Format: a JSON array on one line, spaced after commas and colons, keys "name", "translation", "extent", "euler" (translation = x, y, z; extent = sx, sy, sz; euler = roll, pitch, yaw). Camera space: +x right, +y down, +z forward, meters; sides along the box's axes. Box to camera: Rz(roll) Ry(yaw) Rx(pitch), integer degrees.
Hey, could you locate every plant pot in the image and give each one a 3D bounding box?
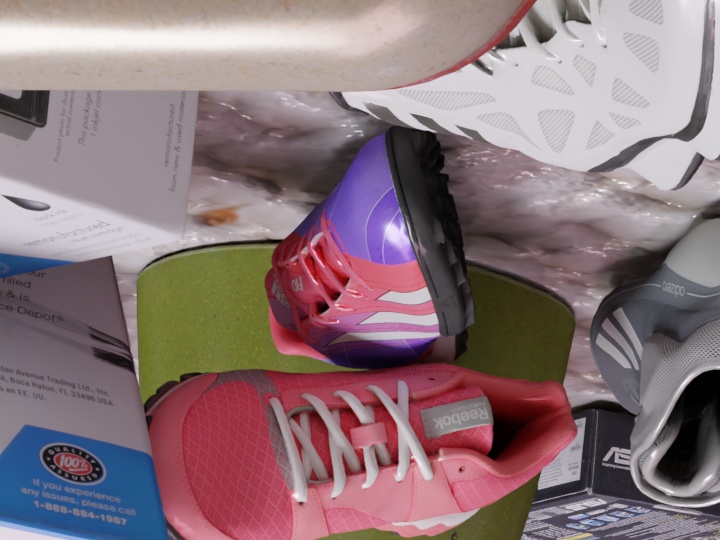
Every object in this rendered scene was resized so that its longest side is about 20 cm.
[{"name": "plant pot", "translation": [-0.010, 0.110, 1.216], "extent": [0.187, 0.200, 0.187], "euler": [5, 165, 1]}]

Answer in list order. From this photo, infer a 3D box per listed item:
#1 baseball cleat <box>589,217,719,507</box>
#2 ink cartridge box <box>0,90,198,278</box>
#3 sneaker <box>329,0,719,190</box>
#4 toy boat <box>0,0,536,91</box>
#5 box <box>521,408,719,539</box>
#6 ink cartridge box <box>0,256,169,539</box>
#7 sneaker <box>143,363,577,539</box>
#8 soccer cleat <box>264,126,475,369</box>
[{"name": "baseball cleat", "translation": [0.118, 0.045, 1.109], "extent": [0.070, 0.106, 0.200], "euler": [19, 160, 3]}, {"name": "ink cartridge box", "translation": [-0.162, -0.057, 0.903], "extent": [0.200, 0.068, 0.116], "euler": [18, 160, -39]}, {"name": "sneaker", "translation": [0.044, -0.065, 0.781], "extent": [0.115, 0.076, 0.201], "euler": [4, 168, -2]}, {"name": "toy boat", "translation": [-0.046, -0.109, 0.620], "extent": [0.200, 0.131, 0.131], "euler": [2, -166, 12]}, {"name": "box", "translation": [0.135, 0.118, 1.489], "extent": [0.161, 0.049, 0.200], "euler": [14, 163, -23]}, {"name": "ink cartridge box", "translation": [-0.158, 0.041, 1.002], "extent": [0.146, 0.200, 0.084], "euler": [14, 124, -23]}, {"name": "sneaker", "translation": [0.001, 0.058, 1.056], "extent": [0.087, 0.074, 0.200], "euler": [-24, 167, 39]}, {"name": "soccer cleat", "translation": [0.000, 0.000, 1.043], "extent": [0.073, 0.068, 0.200], "euler": [-10, 168, -1]}]
